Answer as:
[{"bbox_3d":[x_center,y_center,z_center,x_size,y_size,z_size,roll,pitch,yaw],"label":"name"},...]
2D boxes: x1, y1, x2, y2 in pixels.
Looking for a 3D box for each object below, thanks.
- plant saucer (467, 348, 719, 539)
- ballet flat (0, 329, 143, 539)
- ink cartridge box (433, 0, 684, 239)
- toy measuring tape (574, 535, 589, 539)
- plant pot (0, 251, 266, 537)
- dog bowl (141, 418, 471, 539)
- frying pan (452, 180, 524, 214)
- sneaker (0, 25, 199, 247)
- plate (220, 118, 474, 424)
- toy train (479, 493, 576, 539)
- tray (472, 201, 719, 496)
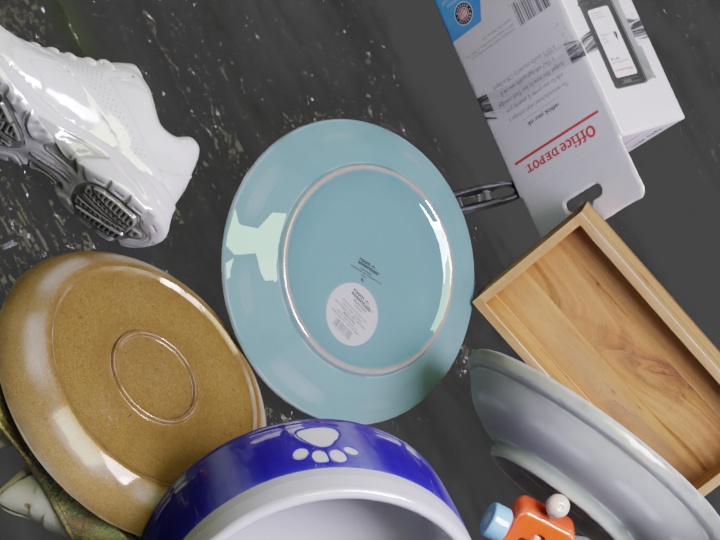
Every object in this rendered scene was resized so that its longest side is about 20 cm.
[{"bbox_3d":[0.138,0.128,1.630,0.200,0.200,0.050,39,81,-8],"label":"plant saucer"},{"bbox_3d":[-0.204,0.106,1.549,0.071,0.071,0.200,-34,89,-30],"label":"ballet flat"},{"bbox_3d":[0.142,-0.128,1.754,0.068,0.116,0.200,-17,80,-38],"label":"ink cartridge box"},{"bbox_3d":[0.223,0.193,1.709,0.200,0.074,0.074,14,67,-21],"label":"toy measuring tape"},{"bbox_3d":[-0.131,0.070,1.569,0.200,0.027,0.200,27,45,-29],"label":"plant pot"},{"bbox_3d":[-0.030,0.189,1.519,0.200,0.200,0.079,11,27,-21],"label":"dog bowl"},{"bbox_3d":[0.028,-0.024,1.721,0.190,0.031,0.115,9,71,-20],"label":"frying pan"},{"bbox_3d":[-0.187,-0.107,1.629,0.200,0.078,0.099,42,53,-16],"label":"sneaker"},{"bbox_3d":[0.000,0.000,1.664,0.200,0.026,0.200,4,84,-36],"label":"plate"},{"bbox_3d":[0.033,0.163,1.606,0.200,0.150,0.056,23,27,-12],"label":"toy train"},{"bbox_3d":[0.179,0.061,1.720,0.200,0.099,0.037,48,21,-4],"label":"tray"}]
